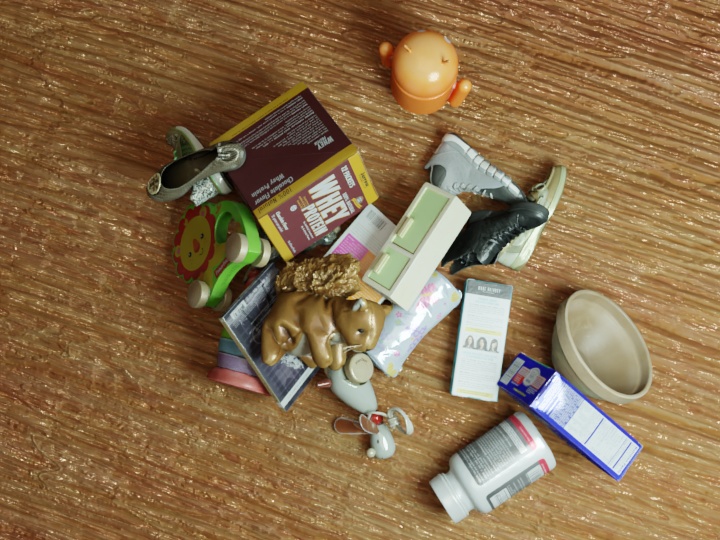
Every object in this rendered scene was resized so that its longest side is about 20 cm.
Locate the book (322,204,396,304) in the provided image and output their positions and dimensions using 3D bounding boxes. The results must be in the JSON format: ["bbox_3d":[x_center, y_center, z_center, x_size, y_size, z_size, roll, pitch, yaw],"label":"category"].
[{"bbox_3d":[0.000,0.000,1.610,0.133,0.048,0.200,41,84,5],"label":"book"}]

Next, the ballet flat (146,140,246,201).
[{"bbox_3d":[-0.278,-0.166,1.501,0.198,0.046,0.068,-17,72,24],"label":"ballet flat"}]

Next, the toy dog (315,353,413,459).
[{"bbox_3d":[-0.012,0.233,1.554,0.096,0.132,0.201,-26,75,-31],"label":"toy dog"}]

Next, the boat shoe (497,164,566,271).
[{"bbox_3d":[0.297,-0.100,1.604,0.063,0.073,0.202,27,93,0],"label":"boat shoe"}]

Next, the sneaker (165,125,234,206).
[{"bbox_3d":[-0.301,-0.179,1.577,0.088,0.077,0.200,-37,49,-11],"label":"sneaker"}]

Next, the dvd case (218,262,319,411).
[{"bbox_3d":[-0.138,0.111,1.532,0.149,0.016,0.201,-51,118,-40],"label":"dvd case"}]

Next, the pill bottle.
[{"bbox_3d":[0.219,0.336,1.541,0.199,0.111,0.111,-33,85,-3],"label":"pill bottle"}]

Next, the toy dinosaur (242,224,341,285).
[{"bbox_3d":[-0.135,-0.056,1.618,0.198,0.047,0.089,-25,91,2],"label":"toy dinosaur"}]

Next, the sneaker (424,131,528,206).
[{"bbox_3d":[0.193,-0.141,1.605,0.200,0.075,0.116,43,95,23],"label":"sneaker"}]

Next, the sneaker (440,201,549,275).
[{"bbox_3d":[0.228,-0.051,1.560,0.060,0.199,0.105,34,64,-36],"label":"sneaker"}]

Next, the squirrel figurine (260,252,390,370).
[{"bbox_3d":[-0.049,0.059,1.480,0.185,0.141,0.203,-14,68,32],"label":"squirrel figurine"}]

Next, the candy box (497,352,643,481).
[{"bbox_3d":[0.340,0.235,1.500,0.200,0.169,0.077,41,88,-11],"label":"candy box"}]

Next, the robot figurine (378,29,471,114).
[{"bbox_3d":[0.110,-0.337,1.562,0.116,0.200,0.145,-26,84,-1],"label":"robot figurine"}]

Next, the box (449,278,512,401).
[{"bbox_3d":[0.208,0.121,1.592,0.081,0.049,0.203,9,85,1],"label":"box"}]

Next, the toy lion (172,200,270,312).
[{"bbox_3d":[-0.250,-0.044,1.552,0.200,0.068,0.193,-45,53,32],"label":"toy lion"}]

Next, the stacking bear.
[{"bbox_3d":[-0.182,0.102,1.574,0.120,0.114,0.202,15,80,2],"label":"stacking bear"}]

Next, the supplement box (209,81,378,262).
[{"bbox_3d":[-0.112,-0.167,1.541,0.196,0.133,0.201,-34,56,-4],"label":"supplement box"}]

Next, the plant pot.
[{"bbox_3d":[0.390,0.142,1.548,0.199,0.093,0.203,21,48,-25],"label":"plant pot"}]

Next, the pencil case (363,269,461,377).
[{"bbox_3d":[0.084,0.088,1.581,0.091,0.083,0.200,41,86,4],"label":"pencil case"}]

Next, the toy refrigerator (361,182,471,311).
[{"bbox_3d":[0.093,-0.042,1.541,0.076,0.070,0.201,31,86,40],"label":"toy refrigerator"}]
